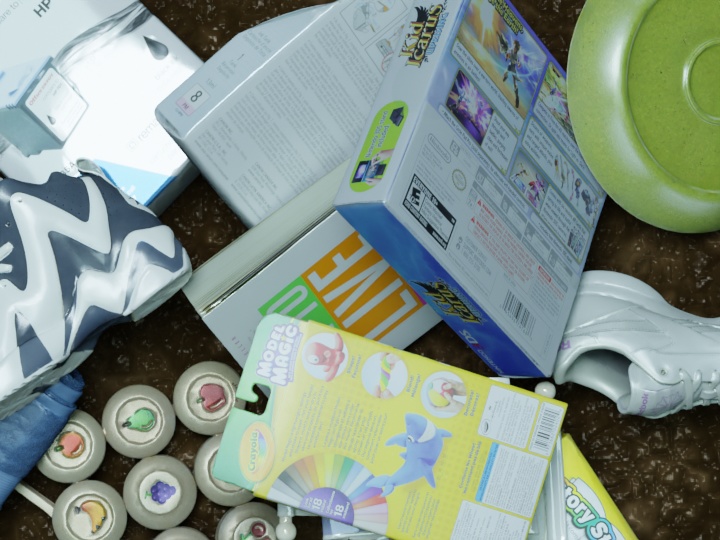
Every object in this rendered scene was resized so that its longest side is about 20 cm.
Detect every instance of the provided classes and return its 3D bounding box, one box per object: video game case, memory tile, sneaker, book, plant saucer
[{"bbox_3d":[0.080,-0.060,1.267,0.045,0.200,0.181,-1,56,39],"label":"video game case"},{"bbox_3d":[-0.126,0.172,1.345,0.153,0.017,0.200,-17,87,-11],"label":"memory tile"},{"bbox_3d":[-0.218,0.006,1.257,0.199,0.079,0.130,-37,83,-3],"label":"sneaker"},{"bbox_3d":[0.000,0.000,1.327,0.200,0.048,0.134,-38,128,-1],"label":"book"},{"bbox_3d":[0.217,0.069,1.320,0.200,0.075,0.100,14,46,8],"label":"sneaker"},{"bbox_3d":[0.229,-0.124,1.327,0.200,0.031,0.200,-2,95,-24],"label":"plant saucer"}]

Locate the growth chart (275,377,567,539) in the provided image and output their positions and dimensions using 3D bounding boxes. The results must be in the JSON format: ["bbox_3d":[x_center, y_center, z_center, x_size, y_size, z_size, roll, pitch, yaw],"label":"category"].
[{"bbox_3d":[0.039,0.129,1.296,0.200,0.018,0.145,6,84,-4],"label":"growth chart"}]

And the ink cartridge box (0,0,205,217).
[{"bbox_3d":[-0.194,-0.123,1.346,0.200,0.086,0.146,43,88,2],"label":"ink cartridge box"}]

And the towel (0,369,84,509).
[{"bbox_3d":[-0.276,0.120,1.318,0.112,0.049,0.200,38,93,-1],"label":"towel"}]

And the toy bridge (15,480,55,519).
[{"bbox_3d":[-0.215,0.202,1.352,0.067,0.027,0.200,-26,85,-2],"label":"toy bridge"}]

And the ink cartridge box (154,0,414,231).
[{"bbox_3d":[-0.014,-0.112,1.310,0.200,0.163,0.057,-44,48,-5],"label":"ink cartridge box"}]

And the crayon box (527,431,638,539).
[{"bbox_3d":[0.118,0.235,1.331,0.172,0.058,0.200,-32,86,-3],"label":"crayon box"}]

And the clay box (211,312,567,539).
[{"bbox_3d":[0.017,0.107,1.263,0.200,0.048,0.115,18,84,-3],"label":"clay box"}]
